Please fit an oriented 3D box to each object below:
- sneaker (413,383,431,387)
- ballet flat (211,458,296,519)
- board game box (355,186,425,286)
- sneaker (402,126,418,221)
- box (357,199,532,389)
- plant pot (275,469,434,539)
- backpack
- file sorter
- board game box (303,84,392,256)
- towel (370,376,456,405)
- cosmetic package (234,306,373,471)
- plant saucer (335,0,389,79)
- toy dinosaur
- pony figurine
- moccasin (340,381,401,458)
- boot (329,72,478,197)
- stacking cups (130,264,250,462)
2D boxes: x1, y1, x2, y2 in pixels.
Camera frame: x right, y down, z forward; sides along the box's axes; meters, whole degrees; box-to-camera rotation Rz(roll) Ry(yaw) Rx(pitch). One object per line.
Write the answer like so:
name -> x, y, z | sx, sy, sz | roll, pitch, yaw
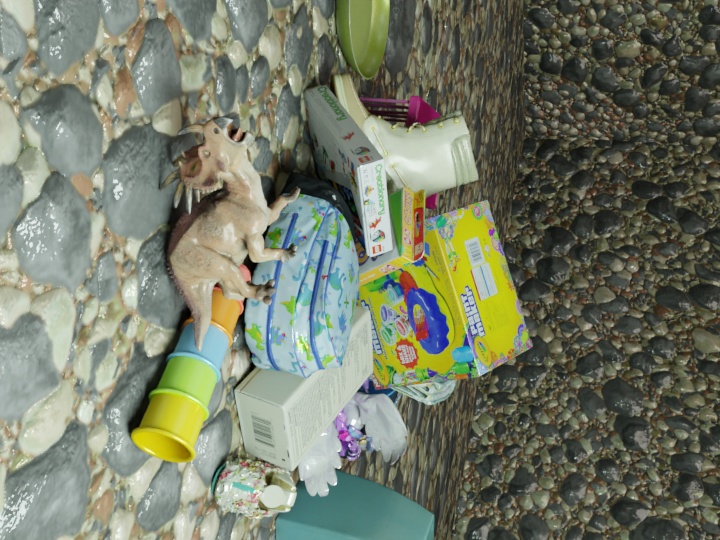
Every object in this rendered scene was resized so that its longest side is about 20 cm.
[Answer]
sneaker -> 0.049, 0.091, 1.241 | 0.075, 0.200, 0.088 | -4, 130, -43
ballet flat -> -0.112, 0.263, 0.963 | 0.200, 0.063, 0.076 | 43, 61, -71
board game box -> 0.005, -0.031, 1.029 | 0.030, 0.199, 0.096 | 25, 56, -38
sneaker -> 0.065, -0.136, 1.369 | 0.089, 0.076, 0.202 | 100, -12, -73
box -> 0.092, 0.036, 1.078 | 0.121, 0.192, 0.202 | -19, 91, -43
plant pot -> -0.001, 0.386, 1.157 | 0.141, 0.198, 0.143 | -50, 143, -62
backpack -> -0.065, 0.022, 0.930 | 0.201, 0.153, 0.164 | -58, 160, -31
file sorter -> 0.041, -0.173, 1.209 | 0.200, 0.124, 0.141 | -1, 99, -73
board game box -> -0.017, -0.125, 0.991 | 0.201, 0.034, 0.127 | -121, -162, -47
towel -> 0.066, 0.163, 1.345 | 0.049, 0.170, 0.200 | -68, 164, 1
cosmetic package -> -0.062, 0.133, 0.998 | 0.200, 0.072, 0.104 | -46, 141, -47
plant saucer -> 0.002, -0.376, 1.160 | 0.200, 0.031, 0.202 | 7, 90, -73
toy dinosaur -> -0.132, -0.037, 0.728 | 0.201, 0.135, 0.086 | -60, -153, 11
pony figurine -> -0.018, 0.207, 1.169 | 0.195, 0.165, 0.200 | 68, 10, 21
moccasin -> 0.003, 0.239, 1.361 | 0.200, 0.080, 0.069 | -33, 127, -52
boot -> 0.056, -0.182, 1.058 | 0.072, 0.153, 0.202 | -117, -176, -79
stacking cups -> -0.147, 0.076, 0.767 | 0.061, 0.060, 0.201 | 76, 26, -51
